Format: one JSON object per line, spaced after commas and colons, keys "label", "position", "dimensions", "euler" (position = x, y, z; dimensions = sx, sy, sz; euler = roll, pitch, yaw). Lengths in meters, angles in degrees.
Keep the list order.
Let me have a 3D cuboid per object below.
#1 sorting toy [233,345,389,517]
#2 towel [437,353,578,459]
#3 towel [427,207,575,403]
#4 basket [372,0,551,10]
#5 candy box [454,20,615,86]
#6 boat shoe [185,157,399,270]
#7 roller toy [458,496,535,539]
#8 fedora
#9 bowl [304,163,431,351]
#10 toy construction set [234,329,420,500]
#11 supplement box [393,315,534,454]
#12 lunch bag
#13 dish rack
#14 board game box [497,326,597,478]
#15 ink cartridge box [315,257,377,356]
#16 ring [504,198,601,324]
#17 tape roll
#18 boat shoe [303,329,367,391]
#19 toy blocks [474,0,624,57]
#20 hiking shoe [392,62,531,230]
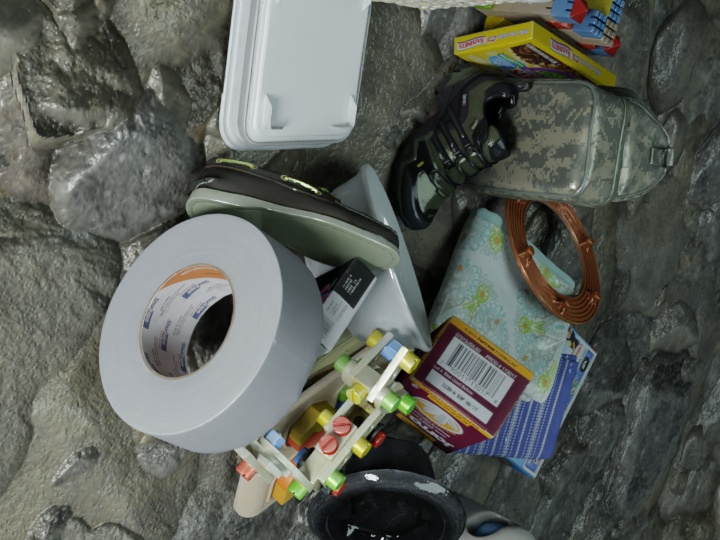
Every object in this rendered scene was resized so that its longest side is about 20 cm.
{"label": "sorting toy", "position": [-0.039, 0.171, 1.256], "dimensions": [0.200, 0.036, 0.186], "euler": [-28, 149, -36]}
{"label": "towel", "position": [0.189, 0.165, 1.487], "dimensions": [0.199, 0.024, 0.146], "euler": [11, 96, -37]}
{"label": "towel", "position": [0.178, 0.045, 1.424], "dimensions": [0.200, 0.048, 0.172], "euler": [36, 61, -29]}
{"label": "basket", "position": [0.066, -0.343, 1.069], "dimensions": [0.198, 0.160, 0.201], "euler": [-4, 94, -47]}
{"label": "candy box", "position": [0.203, -0.236, 1.351], "dimensions": [0.200, 0.102, 0.027], "euler": [15, 77, -50]}
{"label": "boat shoe", "position": [-0.056, -0.055, 1.078], "dimensions": [0.072, 0.200, 0.061], "euler": [108, -2, -57]}
{"label": "roller toy", "position": [0.142, 0.404, 1.534], "dimensions": [0.200, 0.139, 0.183], "euler": [-49, 136, -21]}
{"label": "fedora", "position": [0.032, 0.258, 1.359], "dimensions": [0.201, 0.200, 0.092], "euler": [60, 28, -43]}
{"label": "bowl", "position": [0.000, 0.000, 1.199], "dimensions": [0.090, 0.202, 0.201], "euler": [-19, 132, 7]}
{"label": "toy construction set", "position": [-0.025, 0.149, 1.126], "dimensions": [0.200, 0.092, 0.131], "euler": [-35, 160, -10]}
{"label": "supplement box", "position": [0.101, 0.132, 1.313], "dimensions": [0.086, 0.110, 0.200], "euler": [-53, 179, -17]}
{"label": "lunch bag", "position": [0.236, -0.143, 1.352], "dimensions": [0.167, 0.200, 0.140], "euler": [9, 90, -43]}
{"label": "dish rack", "position": [-0.051, -0.210, 1.120], "dimensions": [0.171, 0.043, 0.201], "euler": [-8, 112, -46]}
{"label": "board game box", "position": [0.219, 0.154, 1.577], "dimensions": [0.196, 0.056, 0.201], "euler": [40, 76, -49]}
{"label": "ink cartridge box", "position": [-0.070, 0.056, 1.114], "dimensions": [0.037, 0.200, 0.095], "euler": [43, 54, -13]}
{"label": "ring", "position": [0.246, -0.029, 1.465], "dimensions": [0.200, 0.019, 0.201], "euler": [31, 47, -39]}
{"label": "tape roll", "position": [-0.132, 0.054, 1.022], "dimensions": [0.066, 0.200, 0.201], "euler": [35, 79, -51]}
{"label": "boat shoe", "position": [-0.074, 0.108, 1.232], "dimensions": [0.200, 0.063, 0.073], "euler": [-30, 151, -29]}
{"label": "toy blocks", "position": [0.230, -0.289, 1.324], "dimensions": [0.200, 0.136, 0.100], "euler": [15, 91, -51]}
{"label": "hiking shoe", "position": [0.109, -0.132, 1.290], "dimensions": [0.076, 0.100, 0.201], "euler": [30, 84, -50]}
